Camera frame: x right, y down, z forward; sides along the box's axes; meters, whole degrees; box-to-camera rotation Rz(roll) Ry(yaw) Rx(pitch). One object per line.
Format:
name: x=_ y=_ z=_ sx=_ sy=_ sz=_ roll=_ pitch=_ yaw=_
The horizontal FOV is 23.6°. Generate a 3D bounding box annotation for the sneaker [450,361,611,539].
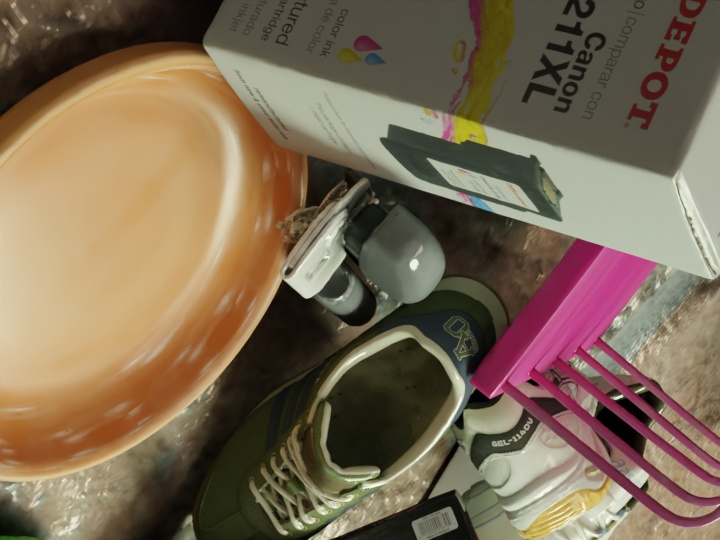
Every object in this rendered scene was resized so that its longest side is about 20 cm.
sneaker: x=0.080 y=0.061 z=0.914 sx=0.075 sy=0.200 sz=0.088 roll=-34 pitch=104 yaw=3

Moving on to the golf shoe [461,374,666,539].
golf shoe: x=0.108 y=0.127 z=0.939 sx=0.078 sy=0.097 sz=0.201 roll=44 pitch=47 yaw=-20

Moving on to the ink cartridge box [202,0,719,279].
ink cartridge box: x=0.065 y=-0.102 z=0.646 sx=0.146 sy=0.199 sz=0.083 roll=-63 pitch=150 yaw=-15

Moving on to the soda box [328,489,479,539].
soda box: x=-0.031 y=0.175 z=0.855 sx=0.199 sy=0.064 sz=0.071 roll=-22 pitch=174 yaw=1

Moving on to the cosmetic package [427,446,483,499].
cosmetic package: x=0.085 y=0.184 z=1.112 sx=0.150 sy=0.052 sz=0.201 roll=12 pitch=111 yaw=-57

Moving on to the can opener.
can opener: x=0.000 y=0.000 z=0.763 sx=0.053 sy=0.066 sz=0.200 roll=-49 pitch=175 yaw=-3

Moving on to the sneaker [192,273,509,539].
sneaker: x=-0.016 y=0.081 z=0.816 sx=0.200 sy=0.067 sz=0.090 roll=-42 pitch=-179 yaw=17

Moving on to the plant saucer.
plant saucer: x=-0.107 y=-0.006 z=0.703 sx=0.200 sy=0.037 sz=0.201 roll=-32 pitch=142 yaw=-30

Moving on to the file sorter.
file sorter: x=0.167 y=0.027 z=0.825 sx=0.139 sy=0.125 sz=0.200 roll=-54 pitch=165 yaw=16

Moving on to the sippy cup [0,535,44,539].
sippy cup: x=-0.160 y=0.218 z=0.750 sx=0.178 sy=0.139 sz=0.131 roll=-47 pitch=144 yaw=-13
